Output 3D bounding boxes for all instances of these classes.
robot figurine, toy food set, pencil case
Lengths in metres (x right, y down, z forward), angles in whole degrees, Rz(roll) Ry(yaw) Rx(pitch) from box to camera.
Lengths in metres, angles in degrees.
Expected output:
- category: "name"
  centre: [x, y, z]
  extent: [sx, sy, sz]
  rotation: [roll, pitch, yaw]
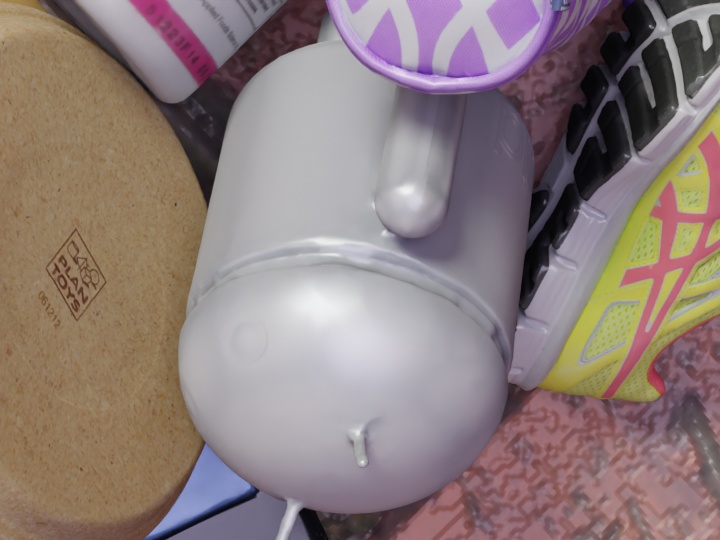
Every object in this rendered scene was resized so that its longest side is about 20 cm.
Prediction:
- category: "robot figurine"
  centre: [0.000, 0.000, 0.878]
  extent: [0.113, 0.170, 0.200]
  rotation: [14, 53, -5]
- category: "toy food set"
  centre: [-0.114, 0.005, 0.849]
  extent: [0.049, 0.198, 0.200]
  rotation: [-11, 135, 30]
- category: "pencil case"
  centre: [0.047, -0.116, 0.852]
  extent: [0.084, 0.200, 0.086]
  rotation: [1, 104, 14]

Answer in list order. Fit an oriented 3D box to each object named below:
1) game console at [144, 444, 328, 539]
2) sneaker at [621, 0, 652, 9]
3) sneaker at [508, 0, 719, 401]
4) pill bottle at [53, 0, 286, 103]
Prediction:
- category: "game console"
  centre: [-0.121, 0.073, 0.938]
  extent: [0.177, 0.031, 0.200]
  rotation: [-25, 96, -4]
- category: "sneaker"
  centre: [0.140, -0.148, 0.935]
  extent: [0.114, 0.073, 0.201]
  rotation: [-24, 96, -1]
- category: "sneaker"
  centre: [0.118, -0.030, 0.920]
  extent: [0.090, 0.078, 0.200]
  rotation: [21, 124, -17]
- category: "pill bottle"
  centre: [-0.034, -0.165, 0.892]
  extent: [0.200, 0.113, 0.113]
  rotation: [-44, 97, -3]
